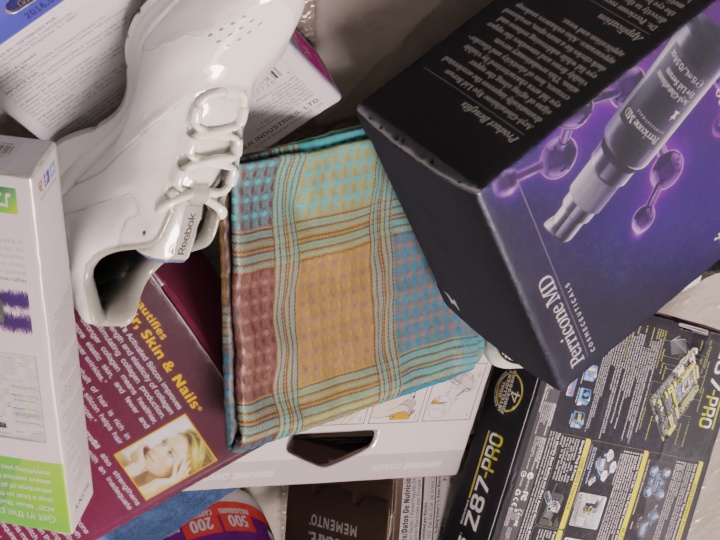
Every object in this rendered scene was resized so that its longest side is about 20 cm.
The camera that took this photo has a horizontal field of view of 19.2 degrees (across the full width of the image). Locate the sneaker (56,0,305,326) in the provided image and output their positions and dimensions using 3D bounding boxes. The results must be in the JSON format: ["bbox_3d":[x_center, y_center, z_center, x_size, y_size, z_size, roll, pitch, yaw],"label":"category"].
[{"bbox_3d":[-0.078,-0.055,0.948,0.074,0.087,0.200,6,135,-37],"label":"sneaker"}]

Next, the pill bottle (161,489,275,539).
[{"bbox_3d":[-0.081,0.238,1.297,0.112,0.201,0.113,-18,145,-13],"label":"pill bottle"}]

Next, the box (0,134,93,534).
[{"bbox_3d":[-0.201,0.025,0.971,0.143,0.036,0.201,8,124,12],"label":"box"}]

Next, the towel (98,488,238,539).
[{"bbox_3d":[-0.157,0.139,1.247,0.199,0.049,0.112,-32,142,8],"label":"towel"}]

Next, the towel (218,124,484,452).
[{"bbox_3d":[0.000,0.000,1.065,0.200,0.022,0.148,-17,109,-51],"label":"towel"}]

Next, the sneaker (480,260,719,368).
[{"bbox_3d":[0.141,-0.005,1.184,0.200,0.074,0.088,-29,-178,-35],"label":"sneaker"}]

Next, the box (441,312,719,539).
[{"bbox_3d":[0.138,0.117,1.280,0.161,0.049,0.201,13,95,-35],"label":"box"}]

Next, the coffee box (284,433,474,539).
[{"bbox_3d":[0.065,0.149,1.340,0.199,0.113,0.080,2,93,-35],"label":"coffee box"}]

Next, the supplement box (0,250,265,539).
[{"bbox_3d":[-0.151,0.073,1.081,0.199,0.086,0.111,-30,105,15],"label":"supplement box"}]

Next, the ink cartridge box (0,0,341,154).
[{"bbox_3d":[-0.105,-0.103,0.977,0.119,0.042,0.200,-33,148,11],"label":"ink cartridge box"}]

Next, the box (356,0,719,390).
[{"bbox_3d":[0.120,-0.067,1.048,0.200,0.104,0.148,-40,134,-12],"label":"box"}]

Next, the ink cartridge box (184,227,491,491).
[{"bbox_3d":[-0.008,0.035,1.182,0.199,0.045,0.177,0,122,-33],"label":"ink cartridge box"}]
